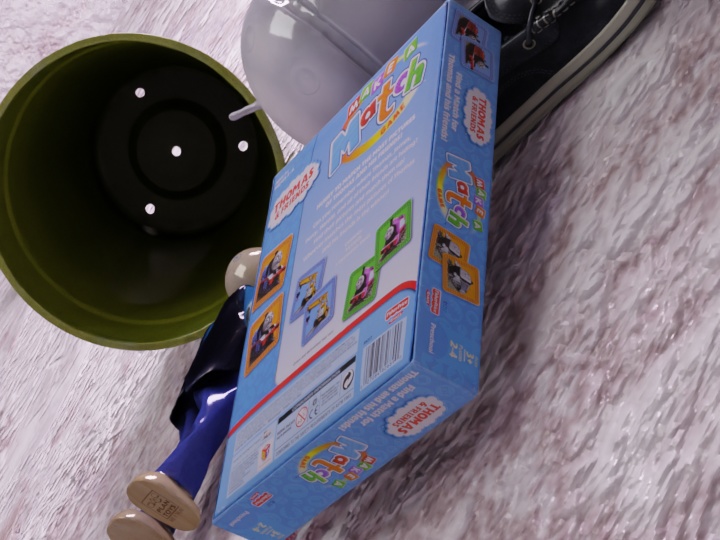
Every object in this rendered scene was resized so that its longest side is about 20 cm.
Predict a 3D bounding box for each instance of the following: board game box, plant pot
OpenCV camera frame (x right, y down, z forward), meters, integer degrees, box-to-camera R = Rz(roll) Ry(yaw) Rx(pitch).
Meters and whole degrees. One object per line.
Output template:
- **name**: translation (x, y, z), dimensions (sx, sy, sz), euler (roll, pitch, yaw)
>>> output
- **board game box**: translation (0.000, 0.000, 0.750), dimensions (0.151, 0.036, 0.202), euler (-41, 31, 43)
- **plant pot**: translation (-0.138, -0.069, 1.177), dimensions (0.201, 0.199, 0.193), euler (-55, 5, 13)

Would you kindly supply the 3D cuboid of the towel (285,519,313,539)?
- **towel**: translation (0.000, 0.030, 0.841), dimensions (0.147, 0.030, 0.201), euler (-53, 15, 22)

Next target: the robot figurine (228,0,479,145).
- **robot figurine**: translation (0.013, -0.142, 0.923), dimensions (0.201, 0.113, 0.169), euler (-51, 43, -1)

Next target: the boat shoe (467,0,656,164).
- **boat shoe**: translation (0.086, -0.125, 0.792), dimensions (0.200, 0.062, 0.075), euler (-45, 19, 36)

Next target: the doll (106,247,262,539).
- **doll**: translation (-0.078, 0.063, 0.971), dimensions (0.137, 0.048, 0.201), euler (-58, 8, 46)
